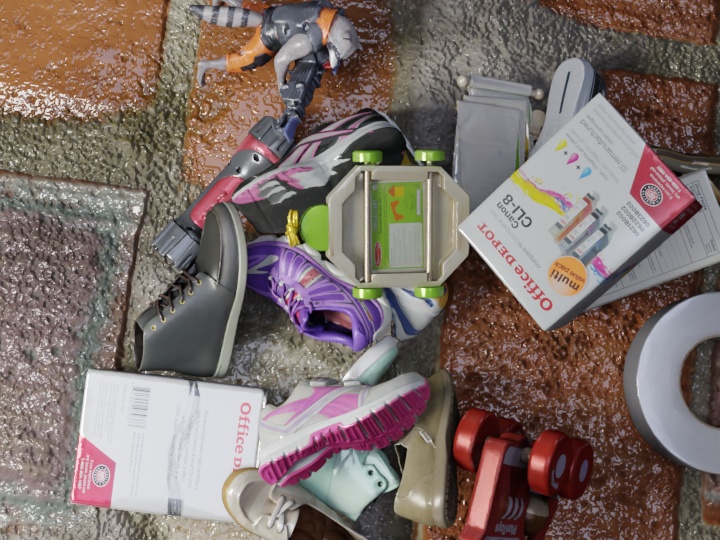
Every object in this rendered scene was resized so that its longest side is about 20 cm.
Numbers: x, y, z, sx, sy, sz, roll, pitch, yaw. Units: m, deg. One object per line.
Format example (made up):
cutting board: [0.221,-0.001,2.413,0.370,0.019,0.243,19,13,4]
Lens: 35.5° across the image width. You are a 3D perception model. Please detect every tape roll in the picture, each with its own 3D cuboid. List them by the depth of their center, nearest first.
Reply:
tape roll: [0.402,0.127,1.274,0.197,0.066,0.203,0,85,-1]

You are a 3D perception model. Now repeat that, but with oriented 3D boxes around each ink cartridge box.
ink cartridge box: [0.228,-0.055,1.166,0.200,0.144,0.146,-44,77,15]
ink cartridge box: [-0.206,0.192,1.243,0.197,0.083,0.147,7,84,-2]

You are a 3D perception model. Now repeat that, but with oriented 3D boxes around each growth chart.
growth chart: [0.154,-0.126,1.290,0.143,0.018,0.203,13,82,-32]

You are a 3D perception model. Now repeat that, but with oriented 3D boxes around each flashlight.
flashlight: [-0.151,-0.083,1.282,0.068,0.068,0.200,40,83,8]

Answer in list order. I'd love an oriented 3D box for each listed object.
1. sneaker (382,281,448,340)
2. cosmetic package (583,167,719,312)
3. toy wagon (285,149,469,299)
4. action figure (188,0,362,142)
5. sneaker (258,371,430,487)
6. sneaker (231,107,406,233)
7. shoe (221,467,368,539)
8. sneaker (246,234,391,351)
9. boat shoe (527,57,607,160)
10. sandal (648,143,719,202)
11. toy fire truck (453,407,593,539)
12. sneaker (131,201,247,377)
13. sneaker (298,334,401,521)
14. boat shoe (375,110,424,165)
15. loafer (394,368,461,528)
sneaker: [0.000,0.000,1.270,0.199,0.075,0.089,40,115,9]
cosmetic package: [0.306,-0.029,1.253,0.198,0.073,0.105,-21,85,17]
toy wagon: [0.018,-0.049,1.191,0.197,0.040,0.157,-1,97,-10]
action figure: [-0.094,-0.248,1.262,0.191,0.105,0.202,1,55,15]
sneaker: [-0.024,0.145,1.181,0.198,0.082,0.089,-21,54,-6]
sneaker: [-0.049,-0.113,1.239,0.198,0.087,0.081,-23,128,-2]
shoe: [-0.063,0.268,1.206,0.199,0.053,0.071,36,65,-32]
sneaker: [-0.062,0.026,1.238,0.198,0.083,0.081,23,128,22]
boat shoe: [0.244,-0.141,1.293,0.070,0.072,0.202,21,84,-33]
sandal: [0.389,-0.107,1.297,0.197,0.080,0.055,11,99,1]
toy fire truck: [0.164,0.247,1.199,0.111,0.200,0.170,13,83,30]
sneaker: [-0.187,0.023,1.227,0.105,0.075,0.203,1,105,-27]
sneaker: [0.014,0.179,1.254,0.118,0.074,0.202,32,94,9]
boat shoe: [0.055,-0.093,1.278,0.074,0.086,0.204,-24,85,-3]
loafer: [0.072,0.187,1.217,0.067,0.201,0.077,-5,128,11]
